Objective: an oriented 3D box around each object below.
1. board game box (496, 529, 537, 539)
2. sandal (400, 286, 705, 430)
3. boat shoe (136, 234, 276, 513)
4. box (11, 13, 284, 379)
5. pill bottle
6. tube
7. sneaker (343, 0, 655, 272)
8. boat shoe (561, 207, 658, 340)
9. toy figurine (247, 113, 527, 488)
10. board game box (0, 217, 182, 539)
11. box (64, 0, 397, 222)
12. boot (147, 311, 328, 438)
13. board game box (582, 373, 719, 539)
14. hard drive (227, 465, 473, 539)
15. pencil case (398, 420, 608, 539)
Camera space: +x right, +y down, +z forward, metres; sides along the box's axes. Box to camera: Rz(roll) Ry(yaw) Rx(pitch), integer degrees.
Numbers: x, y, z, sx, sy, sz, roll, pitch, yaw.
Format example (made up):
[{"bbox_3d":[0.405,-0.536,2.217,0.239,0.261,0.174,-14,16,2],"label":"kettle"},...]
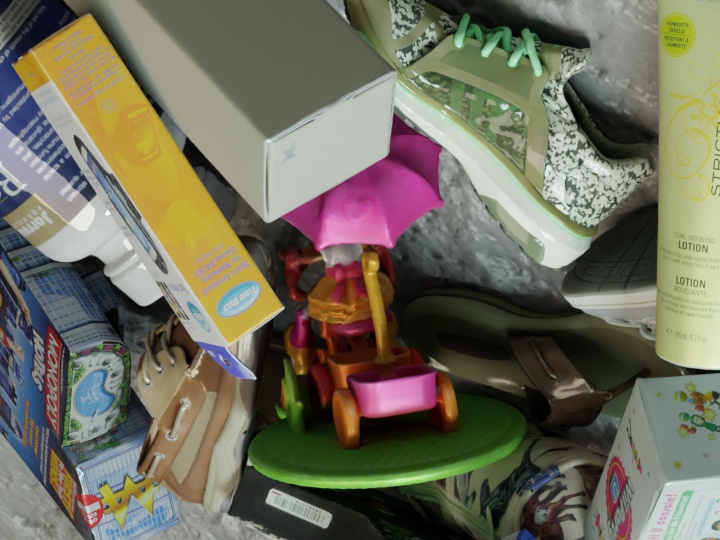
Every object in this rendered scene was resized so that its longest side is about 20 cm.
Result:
[{"bbox_3d":[0.102,0.231,1.505,0.200,0.045,0.134,44,138,-18],"label":"board game box"},{"bbox_3d":[0.104,0.059,1.570,0.201,0.057,0.080,8,135,35],"label":"sandal"},{"bbox_3d":[-0.091,0.060,1.604,0.072,0.076,0.200,12,131,1],"label":"boat shoe"},{"bbox_3d":[-0.103,-0.035,1.461,0.200,0.041,0.119,55,171,-7],"label":"box"},{"bbox_3d":[-0.167,-0.075,1.582,0.200,0.111,0.111,42,145,-12],"label":"pill bottle"},{"bbox_3d":[0.165,-0.055,1.339,0.058,0.052,0.200,-1,106,-10],"label":"tube"},{"bbox_3d":[0.071,-0.097,1.422,0.089,0.077,0.200,-37,107,22],"label":"sneaker"},{"bbox_3d":[0.191,0.006,1.424,0.202,0.074,0.065,-8,124,36],"label":"boat shoe"},{"bbox_3d":[0.000,0.000,1.535,0.200,0.150,0.184,-139,42,-73],"label":"toy figurine"},{"bbox_3d":[-0.176,0.060,1.722,0.200,0.062,0.200,53,153,26],"label":"board game box"},{"bbox_3d":[-0.073,-0.123,1.411,0.200,0.082,0.068,49,155,27],"label":"box"},{"bbox_3d":[-0.039,0.083,1.705,0.200,0.075,0.074,18,141,21],"label":"boot"},{"bbox_3d":[0.225,0.108,1.424,0.200,0.064,0.148,-5,147,-11],"label":"board game box"},{"bbox_3d":[0.015,0.157,1.685,0.140,0.038,0.200,22,-179,15],"label":"hard drive"},{"bbox_3d":[0.084,0.123,1.580,0.200,0.089,0.078,-158,64,-70],"label":"pencil case"}]
